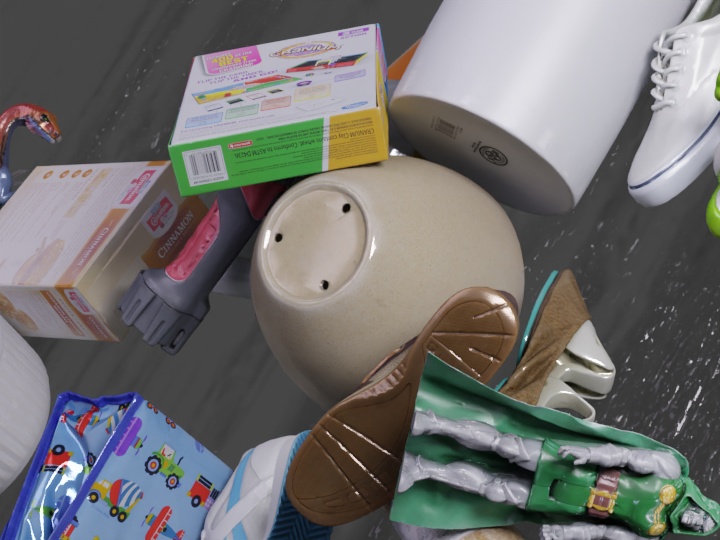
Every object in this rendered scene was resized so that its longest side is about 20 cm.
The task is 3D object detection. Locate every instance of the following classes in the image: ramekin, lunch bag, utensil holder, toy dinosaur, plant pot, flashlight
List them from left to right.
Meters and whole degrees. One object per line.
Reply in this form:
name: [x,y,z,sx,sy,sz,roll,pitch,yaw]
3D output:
ramekin: [-0.364,0.122,1.662,0.199,0.105,0.201,-25,43,26]
toy dinosaur: [-0.348,-0.071,1.796,0.104,0.200,0.183,5,91,28]
lunch bag: [-0.180,0.211,1.367,0.094,0.151,0.201,-3,54,42]
flashlight: [-0.121,-0.033,1.509,0.200,0.068,0.068,-51,39,15]
plant pot: [0.000,0.000,1.349,0.199,0.134,0.202,-9,69,26]
utensil holder: [0.136,-0.165,1.397,0.169,0.170,0.201,13,68,48]

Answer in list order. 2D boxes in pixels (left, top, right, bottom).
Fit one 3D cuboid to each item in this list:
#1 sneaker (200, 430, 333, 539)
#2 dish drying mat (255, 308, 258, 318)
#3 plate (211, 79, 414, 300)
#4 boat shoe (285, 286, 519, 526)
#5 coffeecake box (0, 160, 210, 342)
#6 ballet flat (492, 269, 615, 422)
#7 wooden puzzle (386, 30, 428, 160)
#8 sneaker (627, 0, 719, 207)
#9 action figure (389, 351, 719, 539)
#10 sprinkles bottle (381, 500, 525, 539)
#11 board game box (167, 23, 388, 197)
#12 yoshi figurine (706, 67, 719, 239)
sneaker: [-0.077,0.209,1.343,0.081,0.076,0.201,-17,40,44]
dish drying mat: [-0.040,-0.058,1.549,0.077,0.018,0.201,-9,64,46]
plate: [-0.044,-0.069,1.520,0.199,0.032,0.201,12,79,49]
boat shoe: [0.032,0.087,1.249,0.200,0.072,0.072,-50,-5,12]
coffeecake box: [-0.253,-0.019,1.691,0.199,0.073,0.154,1,46,44]
ballet flat: [0.125,0.078,1.257,0.072,0.068,0.200,19,43,17]
wooden puzzle: [0.042,-0.120,1.549,0.200,0.037,0.185,-46,37,1]
sneaker: [0.233,-0.137,1.344,0.201,0.071,0.073,-58,21,-22]
action figure: [0.125,0.128,1.157,0.055,0.199,0.119,-76,-2,-63]
sprinkles bottle: [0.068,0.176,1.229,0.068,0.068,0.200,-44,37,2]
board game box: [-0.055,-0.122,1.400,0.152,0.041,0.200,-10,24,6]
yoshi figurine: [0.286,-0.111,1.254,0.112,0.112,0.201,6,64,39]
